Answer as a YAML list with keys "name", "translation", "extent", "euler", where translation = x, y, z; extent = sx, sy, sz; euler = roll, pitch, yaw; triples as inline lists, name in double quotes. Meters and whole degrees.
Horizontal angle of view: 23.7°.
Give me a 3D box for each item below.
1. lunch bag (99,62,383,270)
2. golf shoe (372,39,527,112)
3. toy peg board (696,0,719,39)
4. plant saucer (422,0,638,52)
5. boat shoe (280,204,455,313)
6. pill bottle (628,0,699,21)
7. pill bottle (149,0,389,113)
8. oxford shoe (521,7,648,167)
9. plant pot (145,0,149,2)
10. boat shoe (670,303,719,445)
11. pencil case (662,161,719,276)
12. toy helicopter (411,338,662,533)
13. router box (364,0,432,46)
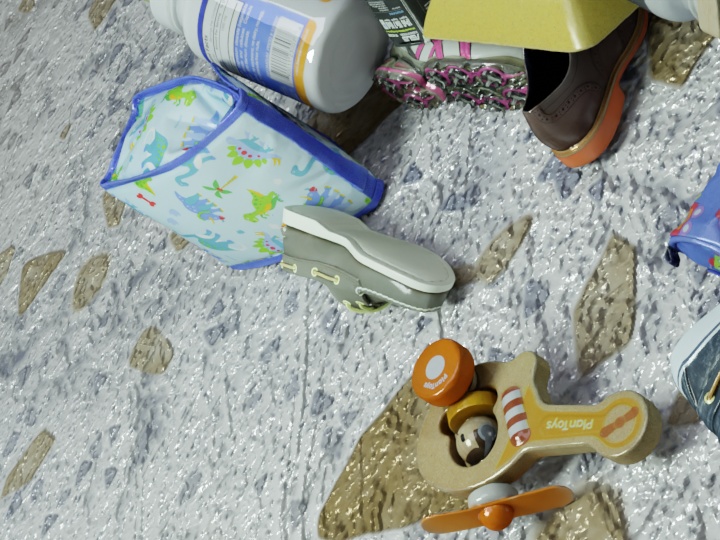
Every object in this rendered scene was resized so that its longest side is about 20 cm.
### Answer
- name: "lunch bag"
  translation: [-0.100, -0.094, 1.509]
  extent: [0.200, 0.170, 0.128]
  euler: [-7, 59, 51]
- name: "golf shoe"
  translation: [0.087, -0.184, 1.424]
  extent: [0.200, 0.073, 0.092]
  euler: [13, 73, 56]
- name: "toy peg board"
  translation: [0.295, -0.250, 1.004]
  extent: [0.199, 0.200, 0.098]
  euler: [-38, 49, -19]
- name: "plant saucer"
  translation: [0.163, -0.249, 1.320]
  extent: [0.200, 0.049, 0.200]
  euler: [-42, 31, -21]
- name: "boat shoe"
  translation: [0.002, 0.000, 1.393]
  extent: [0.202, 0.072, 0.060]
  euler: [27, 111, 48]
- name: "pill bottle"
  translation: [0.200, -0.237, 1.159]
  extent: [0.200, 0.113, 0.113]
  euler: [35, 92, 36]
- name: "pill bottle"
  translation: [-0.084, -0.221, 1.498]
  extent: [0.200, 0.112, 0.112]
  euler: [26, 84, 28]
- name: "oxford shoe"
  translation: [0.168, -0.178, 1.308]
  extent: [0.071, 0.072, 0.200]
  euler: [-24, 42, 43]
- name: "plant pot"
  translation: [-0.200, -0.428, 1.928]
  extent: [0.200, 0.200, 0.190]
  euler: [-40, 24, 25]
- name: "boat shoe"
  translation: [0.273, 0.026, 1.014]
  extent: [0.200, 0.071, 0.091]
  euler: [-52, 34, 22]
- name: "pencil case"
  translation: [0.270, -0.081, 1.094]
  extent: [0.078, 0.087, 0.200]
  euler: [26, 84, 13]
- name: "toy helicopter"
  translation: [0.113, 0.116, 1.143]
  extent: [0.200, 0.079, 0.133]
  euler: [-8, 58, 46]
- name: "router box"
  translation: [0.068, -0.304, 1.417]
  extent: [0.200, 0.150, 0.062]
  euler: [-43, 21, -20]
